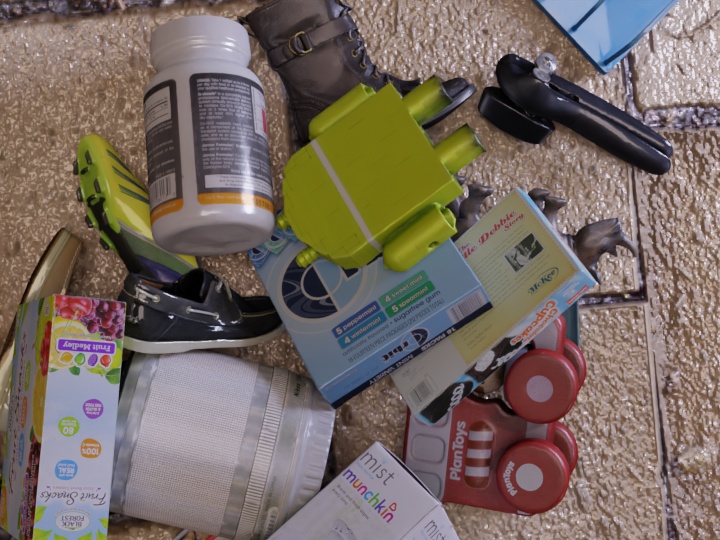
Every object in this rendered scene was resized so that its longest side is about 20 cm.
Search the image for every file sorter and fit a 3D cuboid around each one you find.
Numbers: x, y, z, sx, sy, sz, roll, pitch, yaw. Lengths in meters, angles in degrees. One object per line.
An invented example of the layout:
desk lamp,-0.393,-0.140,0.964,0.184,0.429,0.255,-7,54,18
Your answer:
file sorter,0.224,-0.316,1.163,0.139,0.123,0.200,-44,90,-3

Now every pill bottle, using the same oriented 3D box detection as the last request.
pill bottle,-0.142,-0.123,1.136,0.115,0.116,0.202,-5,75,-2

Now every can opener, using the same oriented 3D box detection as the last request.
can opener,0.216,-0.152,1.199,0.198,0.079,0.064,22,49,-5

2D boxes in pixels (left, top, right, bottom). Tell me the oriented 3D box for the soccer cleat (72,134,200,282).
soccer cleat,-0.206,-0.044,1.180,0.083,0.065,0.201,-27,85,-32

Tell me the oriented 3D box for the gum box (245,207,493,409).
gum box,0.000,0.000,1.126,0.169,0.045,0.201,-32,52,2

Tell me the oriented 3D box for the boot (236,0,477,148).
boot,-0.003,-0.207,1.178,0.198,0.069,0.176,-19,90,-1

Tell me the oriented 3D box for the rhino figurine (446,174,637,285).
rhino figurine,0.170,-0.032,1.185,0.198,0.060,0.088,10,105,-3

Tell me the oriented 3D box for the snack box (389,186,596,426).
snack box,0.104,0.032,1.116,0.200,0.037,0.117,-42,51,13

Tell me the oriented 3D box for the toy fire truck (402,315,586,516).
toy fire truck,0.122,0.132,1.157,0.166,0.112,0.202,6,98,14

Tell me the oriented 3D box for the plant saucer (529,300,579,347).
plant saucer,0.114,0.054,1.196,0.198,0.019,0.071,-4,104,-1

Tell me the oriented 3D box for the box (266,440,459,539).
box,0.007,0.281,1.086,0.176,0.201,0.097,-41,50,-12

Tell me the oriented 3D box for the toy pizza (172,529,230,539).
toy pizza,-0.110,0.330,1.181,0.198,0.032,0.202,0,89,-2

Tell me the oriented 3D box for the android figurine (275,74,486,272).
android figurine,0.011,-0.082,1.101,0.199,0.041,0.183,-38,62,10

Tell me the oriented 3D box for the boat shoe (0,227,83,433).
boat shoe,-0.298,0.061,1.165,0.066,0.074,0.202,21,89,-15

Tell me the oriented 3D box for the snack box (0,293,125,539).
snack box,-0.257,0.127,1.045,0.067,0.168,0.202,8,83,-24

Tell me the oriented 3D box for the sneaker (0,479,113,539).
sneaker,-0.313,0.244,1.168,0.198,0.076,0.088,-11,119,-10

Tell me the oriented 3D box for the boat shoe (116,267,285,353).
boat shoe,-0.137,0.033,1.116,0.071,0.199,0.068,19,102,40

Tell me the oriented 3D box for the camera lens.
camera lens,-0.134,0.157,1.117,0.198,0.160,0.162,14,88,-5
